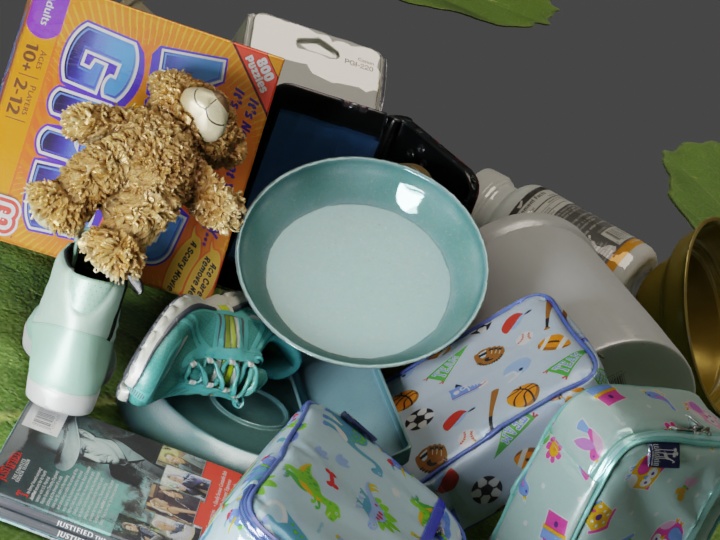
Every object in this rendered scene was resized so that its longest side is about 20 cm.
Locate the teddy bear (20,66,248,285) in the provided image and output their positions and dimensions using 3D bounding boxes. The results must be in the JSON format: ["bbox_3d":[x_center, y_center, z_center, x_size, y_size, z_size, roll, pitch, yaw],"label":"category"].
[{"bbox_3d":[-0.151,-0.074,1.350,0.199,0.067,0.145,-28,65,-35],"label":"teddy bear"}]

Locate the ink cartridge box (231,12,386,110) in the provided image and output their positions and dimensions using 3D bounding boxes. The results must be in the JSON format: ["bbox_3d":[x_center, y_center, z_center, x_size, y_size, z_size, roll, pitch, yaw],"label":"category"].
[{"bbox_3d":[-0.078,-0.150,1.847,0.145,0.200,0.085,16,59,-16],"label":"ink cartridge box"}]

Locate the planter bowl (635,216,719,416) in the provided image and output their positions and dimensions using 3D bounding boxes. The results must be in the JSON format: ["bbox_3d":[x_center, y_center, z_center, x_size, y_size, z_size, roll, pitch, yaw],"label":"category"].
[{"bbox_3d":[0.323,0.052,1.863,0.083,0.202,0.200,-8,3,32],"label":"planter bowl"}]

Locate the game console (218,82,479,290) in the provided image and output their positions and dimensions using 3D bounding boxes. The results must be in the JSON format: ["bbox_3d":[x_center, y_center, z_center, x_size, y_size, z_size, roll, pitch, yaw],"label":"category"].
[{"bbox_3d":[-0.017,-0.033,1.623,0.118,0.201,0.172,0,31,-40],"label":"game console"}]

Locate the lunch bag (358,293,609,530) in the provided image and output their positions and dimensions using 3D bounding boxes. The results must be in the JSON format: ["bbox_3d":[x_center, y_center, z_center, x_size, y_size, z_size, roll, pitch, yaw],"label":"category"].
[{"bbox_3d":[0.095,0.105,1.428,0.076,0.199,0.160,62,-2,-29],"label":"lunch bag"}]

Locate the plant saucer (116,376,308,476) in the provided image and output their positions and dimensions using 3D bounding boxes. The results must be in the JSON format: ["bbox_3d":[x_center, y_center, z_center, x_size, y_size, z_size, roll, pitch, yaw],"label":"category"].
[{"bbox_3d":[-0.087,0.112,1.443,0.199,0.028,0.200,20,20,-8],"label":"plant saucer"}]

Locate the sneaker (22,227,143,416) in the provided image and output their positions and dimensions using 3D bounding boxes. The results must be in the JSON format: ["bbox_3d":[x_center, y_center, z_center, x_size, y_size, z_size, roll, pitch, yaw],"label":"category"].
[{"bbox_3d":[-0.201,0.022,1.397,0.073,0.119,0.200,16,11,-12],"label":"sneaker"}]

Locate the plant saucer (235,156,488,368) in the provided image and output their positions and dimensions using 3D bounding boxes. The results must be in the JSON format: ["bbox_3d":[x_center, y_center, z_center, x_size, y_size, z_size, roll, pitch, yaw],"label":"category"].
[{"bbox_3d":[0.000,0.000,1.481,0.198,0.036,0.201,3,55,-5],"label":"plant saucer"}]

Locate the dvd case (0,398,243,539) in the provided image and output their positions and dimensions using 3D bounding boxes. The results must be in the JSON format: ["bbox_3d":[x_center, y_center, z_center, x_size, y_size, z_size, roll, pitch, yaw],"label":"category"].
[{"bbox_3d":[-0.148,0.155,1.279,0.199,0.022,0.146,22,20,-5],"label":"dvd case"}]

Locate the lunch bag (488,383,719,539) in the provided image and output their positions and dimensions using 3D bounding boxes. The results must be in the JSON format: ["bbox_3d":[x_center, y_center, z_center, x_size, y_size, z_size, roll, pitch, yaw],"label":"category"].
[{"bbox_3d":[0.179,0.174,1.312,0.160,0.201,0.077,8,26,-37],"label":"lunch bag"}]

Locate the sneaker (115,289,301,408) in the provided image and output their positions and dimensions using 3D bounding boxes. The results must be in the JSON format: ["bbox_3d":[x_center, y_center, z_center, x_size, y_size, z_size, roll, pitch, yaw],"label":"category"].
[{"bbox_3d":[-0.108,0.063,1.405,0.080,0.078,0.200,39,24,17],"label":"sneaker"}]

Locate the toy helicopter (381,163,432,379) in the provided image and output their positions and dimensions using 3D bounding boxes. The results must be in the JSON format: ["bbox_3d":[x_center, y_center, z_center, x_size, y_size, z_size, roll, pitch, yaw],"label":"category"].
[{"bbox_3d":[0.033,0.013,1.558,0.132,0.202,0.079,16,13,30],"label":"toy helicopter"}]

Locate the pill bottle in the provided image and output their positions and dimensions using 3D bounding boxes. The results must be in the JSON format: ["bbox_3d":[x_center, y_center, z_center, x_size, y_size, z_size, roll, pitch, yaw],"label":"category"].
[{"bbox_3d":[0.190,-0.017,1.916,0.199,0.117,0.116,30,22,23],"label":"pill bottle"}]

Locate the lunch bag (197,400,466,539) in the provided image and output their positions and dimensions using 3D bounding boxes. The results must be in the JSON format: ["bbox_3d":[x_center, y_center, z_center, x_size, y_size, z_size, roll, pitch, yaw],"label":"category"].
[{"bbox_3d":[-0.013,0.183,1.232,0.161,0.083,0.200,42,22,-1],"label":"lunch bag"}]

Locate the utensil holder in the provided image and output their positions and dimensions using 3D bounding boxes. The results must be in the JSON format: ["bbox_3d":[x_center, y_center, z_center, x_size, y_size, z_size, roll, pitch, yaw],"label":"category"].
[{"bbox_3d":[0.168,0.073,1.605,0.169,0.171,0.200,10,27,-30],"label":"utensil holder"}]

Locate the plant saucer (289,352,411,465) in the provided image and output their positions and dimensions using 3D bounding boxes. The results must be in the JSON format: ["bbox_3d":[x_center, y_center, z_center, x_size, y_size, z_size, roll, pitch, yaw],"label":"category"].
[{"bbox_3d":[-0.010,0.102,1.432,0.070,0.019,0.200,-24,29,1],"label":"plant saucer"}]

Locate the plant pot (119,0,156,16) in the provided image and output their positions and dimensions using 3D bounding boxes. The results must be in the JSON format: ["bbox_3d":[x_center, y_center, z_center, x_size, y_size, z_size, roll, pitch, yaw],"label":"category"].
[{"bbox_3d":[-0.180,-0.117,1.715,0.183,0.201,0.201,34,21,-1],"label":"plant pot"}]

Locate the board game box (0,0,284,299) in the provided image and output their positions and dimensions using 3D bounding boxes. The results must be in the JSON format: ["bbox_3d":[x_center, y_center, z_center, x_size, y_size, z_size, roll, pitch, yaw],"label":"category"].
[{"bbox_3d":[-0.198,-0.102,1.525,0.199,0.201,0.200,17,-1,-12],"label":"board game box"}]
